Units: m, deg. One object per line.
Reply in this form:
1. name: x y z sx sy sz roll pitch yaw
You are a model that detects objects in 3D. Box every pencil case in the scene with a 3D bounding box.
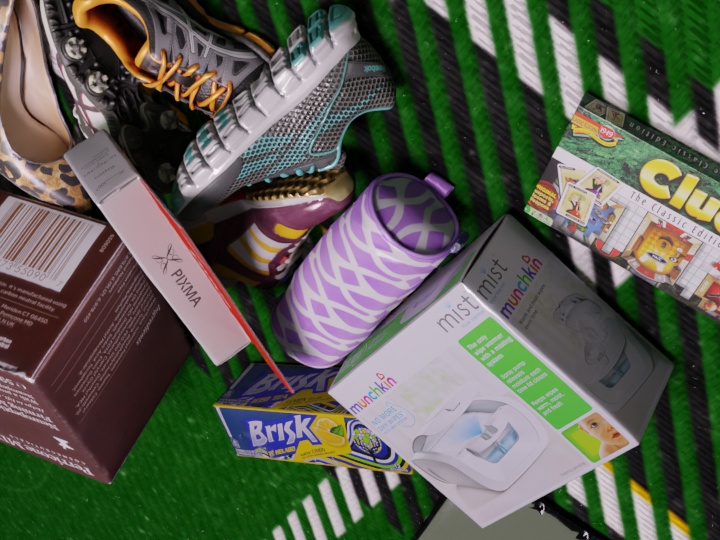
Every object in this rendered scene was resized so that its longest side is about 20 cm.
1. pencil case: 0.000 0.000 0.932 0.084 0.086 0.200 37 136 -7

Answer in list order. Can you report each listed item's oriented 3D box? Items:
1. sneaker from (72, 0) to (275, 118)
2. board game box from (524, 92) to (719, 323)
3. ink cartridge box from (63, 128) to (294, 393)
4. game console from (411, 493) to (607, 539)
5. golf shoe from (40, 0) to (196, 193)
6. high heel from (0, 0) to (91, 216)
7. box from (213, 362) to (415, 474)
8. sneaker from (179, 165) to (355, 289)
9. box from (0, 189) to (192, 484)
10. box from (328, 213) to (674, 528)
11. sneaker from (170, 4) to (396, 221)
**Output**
1. sneaker: -0.133 -0.160 0.899 0.200 0.077 0.078 38 135 -1
2. board game box: 0.218 -0.031 0.805 0.200 0.023 0.105 31 134 10
3. ink cartridge box: -0.142 0.004 0.929 0.174 0.044 0.200 47 170 48
4. game console: 0.148 0.282 1.110 0.200 0.116 0.176 33 166 8
5. golf shoe: -0.214 -0.148 0.967 0.088 0.077 0.200 -1 123 43
6. high heel: -0.275 -0.144 1.010 0.200 0.071 0.143 54 138 -5
7. box: -0.031 0.131 1.070 0.200 0.070 0.064 -1 123 34
8. sneaker: -0.064 -0.034 0.961 0.200 0.075 0.090 -8 119 48
9. box: -0.284 0.060 1.079 0.166 0.164 0.200 16 149 21
10. box: 0.105 0.082 0.922 0.176 0.097 0.200 42 138 -5
11. sneaker: -0.054 -0.094 0.858 0.200 0.078 0.091 -41 116 17
